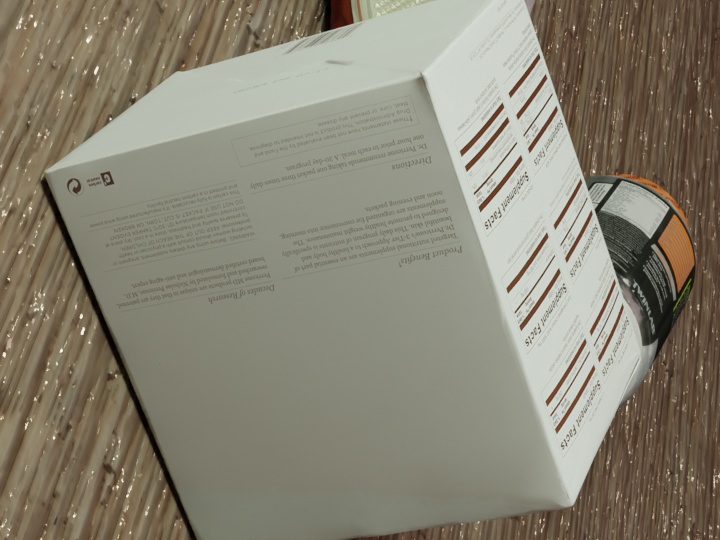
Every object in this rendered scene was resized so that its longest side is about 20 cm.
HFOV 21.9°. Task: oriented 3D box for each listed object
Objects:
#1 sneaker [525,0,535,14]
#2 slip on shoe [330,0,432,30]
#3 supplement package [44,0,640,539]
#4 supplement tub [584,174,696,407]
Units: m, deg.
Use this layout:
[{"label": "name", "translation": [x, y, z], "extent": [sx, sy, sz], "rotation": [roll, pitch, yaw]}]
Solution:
[{"label": "sneaker", "translation": [0.079, -0.179, 1.131], "extent": [0.088, 0.080, 0.200], "rotation": [-129, -126, -75]}, {"label": "slip on shoe", "translation": [0.008, -0.169, 1.108], "extent": [0.074, 0.061, 0.200], "rotation": [15, 46, -24]}, {"label": "supplement package", "translation": [0.000, 0.000, 0.855], "extent": [0.147, 0.191, 0.200], "rotation": [-50, 124, -58]}, {"label": "supplement tub", "translation": [0.154, 0.011, 1.243], "extent": [0.200, 0.122, 0.123], "rotation": [-43, 118, -61]}]
